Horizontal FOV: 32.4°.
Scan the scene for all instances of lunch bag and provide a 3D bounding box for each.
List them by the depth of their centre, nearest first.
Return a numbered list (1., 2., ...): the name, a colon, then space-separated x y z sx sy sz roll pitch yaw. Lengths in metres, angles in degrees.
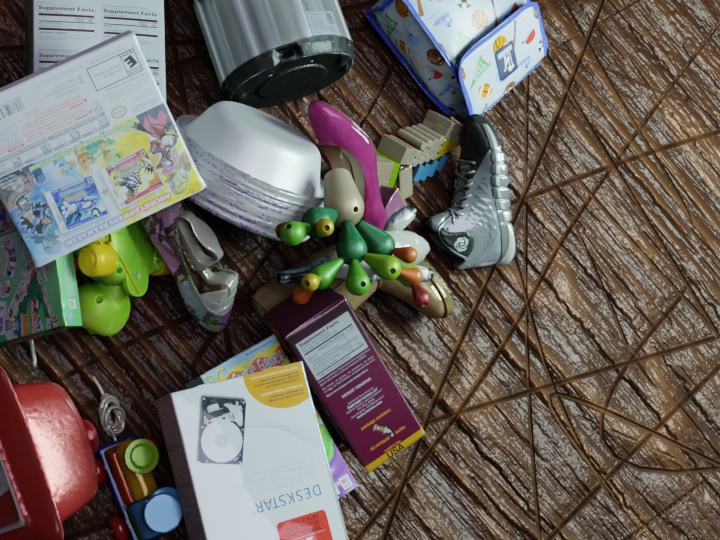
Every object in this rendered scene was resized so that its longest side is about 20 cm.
1. lunch bag: 0.139 -0.317 1.629 0.170 0.124 0.200 -41 103 -21

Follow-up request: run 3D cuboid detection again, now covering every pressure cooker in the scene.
1. pressure cooker: -0.111 -0.318 1.509 0.178 0.176 0.201 -21 82 8

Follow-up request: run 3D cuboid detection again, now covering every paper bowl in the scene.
1. paper bowl: -0.127 -0.124 1.444 0.200 0.201 0.105 25 106 -12

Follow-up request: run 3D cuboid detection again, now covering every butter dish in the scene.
1. butter dish: -0.352 0.200 1.341 0.148 0.199 0.201 -16 83 -44

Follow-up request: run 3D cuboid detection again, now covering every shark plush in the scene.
1. shark plush: 0.000 0.000 1.461 0.200 0.083 0.091 -26 91 -24

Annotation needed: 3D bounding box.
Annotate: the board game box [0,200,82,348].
1. board game box: -0.381 -0.023 1.389 0.029 0.134 0.201 5 74 -58

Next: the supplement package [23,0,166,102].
1. supplement package: -0.309 -0.238 1.421 0.147 0.191 0.201 0 78 -18

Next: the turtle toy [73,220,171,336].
1. turtle toy: -0.290 -0.025 1.424 0.146 0.101 0.201 0 87 -58

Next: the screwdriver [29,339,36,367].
1. screwdriver: -0.394 0.013 1.425 0.029 0.028 0.201 6 71 -47

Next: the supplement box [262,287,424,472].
1. supplement box: -0.020 0.121 1.450 0.086 0.110 0.200 -33 109 -9

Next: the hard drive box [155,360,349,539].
1. hard drive box: -0.118 0.214 1.335 0.155 0.077 0.201 -13 84 -24

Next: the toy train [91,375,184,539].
1. toy train: -0.258 0.206 1.383 0.084 0.116 0.201 -20 86 -25

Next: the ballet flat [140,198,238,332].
1. ballet flat: -0.184 -0.006 1.431 0.200 0.071 0.069 65 37 -32

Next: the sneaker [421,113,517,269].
1. sneaker: 0.130 -0.095 1.590 0.115 0.075 0.201 -13 97 -14

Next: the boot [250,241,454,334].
1. boot: -0.008 0.042 1.535 0.200 0.066 0.175 -39 81 -22

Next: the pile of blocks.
1. pile of blocks: 0.052 -0.146 1.603 0.200 0.082 0.062 -28 45 -30

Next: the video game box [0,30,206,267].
1. video game box: -0.289 -0.127 1.295 0.199 0.047 0.183 -26 109 -8

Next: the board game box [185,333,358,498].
1. board game box: -0.105 0.191 1.446 0.103 0.105 0.200 -29 89 -21

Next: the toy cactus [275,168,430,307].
1. toy cactus: -0.014 -0.035 1.368 0.199 0.102 0.165 11 50 -29

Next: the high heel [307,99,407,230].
1. high heel: -0.019 -0.105 1.471 0.096 0.067 0.200 -52 122 -22
